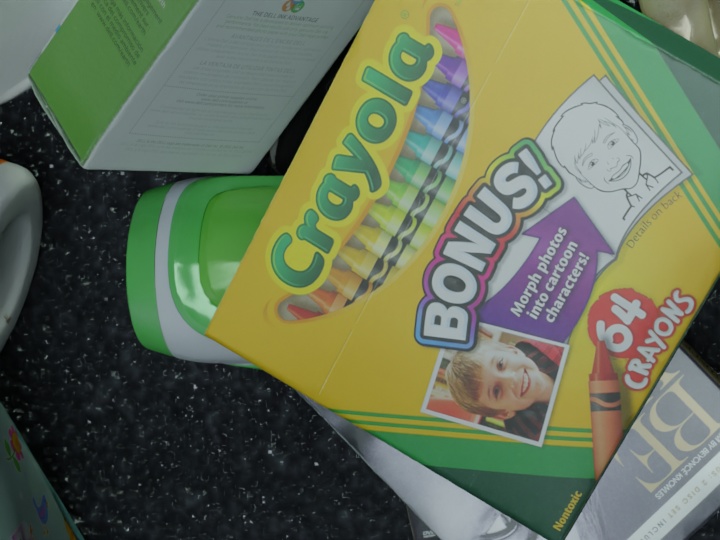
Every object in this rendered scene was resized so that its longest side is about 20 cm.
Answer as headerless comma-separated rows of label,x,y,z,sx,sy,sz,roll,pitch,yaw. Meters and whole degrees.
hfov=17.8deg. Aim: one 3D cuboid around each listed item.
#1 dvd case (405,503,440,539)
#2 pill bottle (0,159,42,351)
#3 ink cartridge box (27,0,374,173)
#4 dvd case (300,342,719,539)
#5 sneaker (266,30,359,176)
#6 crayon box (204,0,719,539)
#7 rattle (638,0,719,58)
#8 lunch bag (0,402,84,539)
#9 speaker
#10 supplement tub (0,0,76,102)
dvd case,0.076,0.024,1.100,0.148,0.016,0.202,-11,96,13
pill bottle,-0.263,-0.024,1.110,0.199,0.110,0.110,17,101,8
ink cartridge box,-0.044,-0.129,0.976,0.200,0.103,0.059,-50,59,31
dvd case,0.076,0.062,1.082,0.200,0.016,0.149,45,104,2
sneaker,0.030,-0.118,1.058,0.090,0.070,0.201,29,99,8
crayon box,0.057,-0.019,0.937,0.172,0.058,0.201,29,108,4
rattle,0.117,-0.068,1.021,0.142,0.131,0.201,-20,130,2
lunch bag,-0.184,0.150,1.077,0.076,0.161,0.201,-12,132,9
speaker,0.000,0.000,1.029,0.198,0.088,0.089,0,99,12
supplement tub,-0.211,-0.179,1.026,0.140,0.140,0.201,-34,66,14
